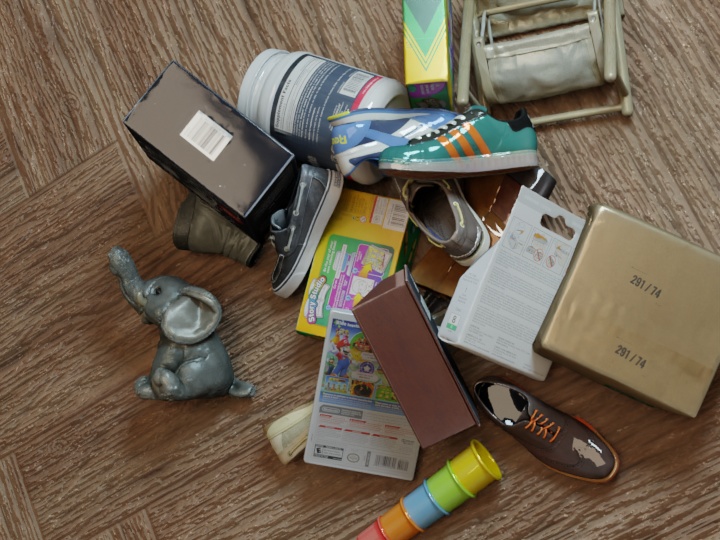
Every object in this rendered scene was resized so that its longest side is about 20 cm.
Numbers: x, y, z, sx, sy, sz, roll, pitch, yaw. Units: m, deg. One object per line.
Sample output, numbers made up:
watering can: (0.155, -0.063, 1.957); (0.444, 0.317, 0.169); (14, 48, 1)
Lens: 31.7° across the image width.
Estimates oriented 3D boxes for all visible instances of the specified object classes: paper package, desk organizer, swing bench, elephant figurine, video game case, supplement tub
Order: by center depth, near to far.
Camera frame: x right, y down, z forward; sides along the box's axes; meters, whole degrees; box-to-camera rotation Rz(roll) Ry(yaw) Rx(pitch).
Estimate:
paper package: (0.323, 0.047, 1.468); (0.198, 0.103, 0.192); (24, 90, 4)
desk organizer: (0.066, 0.105, 1.522); (0.076, 0.072, 0.201); (-25, 103, 7)
video game case: (0.015, 0.155, 1.579); (0.142, 0.018, 0.202); (10, 103, -2)
swing bench: (0.226, -0.291, 1.584); (0.197, 0.130, 0.202); (-7, 73, 20)
supplement tub: (-0.047, -0.205, 1.664); (0.199, 0.140, 0.142); (21, 88, 23)
elephant figurine: (-0.240, 0.069, 1.687); (0.141, 0.154, 0.202); (-1, 88, 43)

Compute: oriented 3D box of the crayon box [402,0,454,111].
crayon box: (0.086, -0.285, 1.592); (0.058, 0.200, 0.175); (-2, 79, 7)

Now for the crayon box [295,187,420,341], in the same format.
crayon box: (0.000, 0.000, 1.653); (0.118, 0.058, 0.202); (13, 85, 23)

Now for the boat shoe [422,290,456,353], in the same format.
boat shoe: (0.110, 0.044, 1.609); (0.200, 0.073, 0.063); (-48, 42, 7)

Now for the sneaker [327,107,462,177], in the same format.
sneaker: (0.057, -0.156, 1.550); (0.198, 0.074, 0.083); (-3, 89, -13)

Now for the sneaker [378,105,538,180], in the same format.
sneaker: (0.113, -0.152, 1.502); (0.198, 0.071, 0.081); (-5, 87, -16)

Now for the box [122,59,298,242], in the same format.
box: (-0.185, -0.147, 1.633); (0.199, 0.182, 0.104); (38, 84, 6)

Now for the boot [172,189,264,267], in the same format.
boot: (-0.175, -0.110, 1.748); (0.129, 0.068, 0.202); (10, 86, 12)

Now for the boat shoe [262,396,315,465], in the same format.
boat shoe: (-0.030, 0.183, 1.629); (0.199, 0.072, 0.065); (-31, 83, 13)

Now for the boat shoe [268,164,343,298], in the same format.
boat shoe: (-0.088, -0.052, 1.649); (0.072, 0.067, 0.201); (-94, 25, -50)

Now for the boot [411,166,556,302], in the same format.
boot: (0.125, -0.062, 1.587); (0.188, 0.068, 0.201); (31, 84, 32)

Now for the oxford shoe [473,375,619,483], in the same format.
oxford shoe: (0.217, 0.193, 1.526); (0.199, 0.072, 0.072); (29, 91, 23)

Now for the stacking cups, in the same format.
stacking cups: (0.080, 0.292, 1.567); (0.200, 0.060, 0.061); (-39, 69, 10)

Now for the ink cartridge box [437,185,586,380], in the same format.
ink cartridge box: (0.194, 0.016, 1.520); (0.050, 0.160, 0.202); (17, 85, 53)

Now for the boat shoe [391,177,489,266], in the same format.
boat shoe: (0.086, -0.086, 1.547); (0.072, 0.059, 0.201); (-45, 47, 14)
